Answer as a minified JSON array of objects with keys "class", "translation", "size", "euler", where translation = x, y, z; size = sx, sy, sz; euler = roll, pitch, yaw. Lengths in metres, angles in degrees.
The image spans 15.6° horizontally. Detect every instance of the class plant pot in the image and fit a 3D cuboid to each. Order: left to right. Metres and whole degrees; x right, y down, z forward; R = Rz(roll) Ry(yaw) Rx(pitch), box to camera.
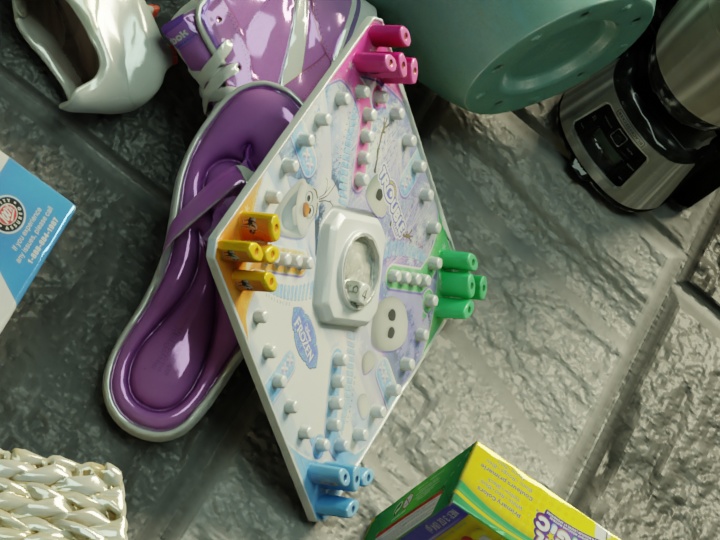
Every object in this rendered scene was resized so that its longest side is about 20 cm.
[{"class":"plant pot","translation":[0.082,-0.190,1.535],"size":[0.200,0.201,0.161],"euler":[-15,70,-37]}]

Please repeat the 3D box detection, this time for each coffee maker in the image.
[{"class":"coffee maker","translation":[0.243,-0.131,1.610],"size":[0.191,0.200,0.135],"euler":[-4,70,-32]}]

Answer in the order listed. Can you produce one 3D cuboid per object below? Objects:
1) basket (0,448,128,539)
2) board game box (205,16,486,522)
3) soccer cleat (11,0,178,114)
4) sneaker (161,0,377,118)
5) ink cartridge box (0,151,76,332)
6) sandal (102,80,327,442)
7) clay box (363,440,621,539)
[{"class":"basket","translation":[-0.216,0.183,1.152],"size":[0.197,0.200,0.161],"euler":[13,53,-26]},{"class":"board game box","translation":[0.000,0.000,1.415],"size":[0.200,0.026,0.200],"euler":[-57,140,-39]},{"class":"soccer cleat","translation":[-0.170,-0.180,1.460],"size":[0.077,0.069,0.201],"euler":[-17,78,-44]},{"class":"sneaker","translation":[-0.071,-0.083,1.453],"size":[0.114,0.073,0.201],"euler":[26,64,-25]},{"class":"ink cartridge box","translation":[-0.265,-0.025,1.303],"size":[0.200,0.084,0.145],"euler":[37,50,-11]},{"class":"sandal","translation":[-0.072,-0.004,1.384],"size":[0.082,0.050,0.203],"euler":[21,81,-1]},{"class":"clay box","translation":[0.106,0.182,1.405],"size":[0.200,0.115,0.048],"euler":[35,52,-10]}]
